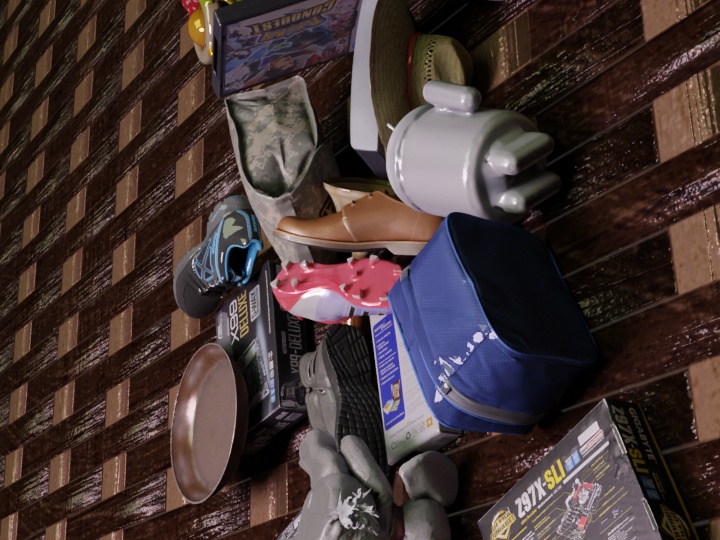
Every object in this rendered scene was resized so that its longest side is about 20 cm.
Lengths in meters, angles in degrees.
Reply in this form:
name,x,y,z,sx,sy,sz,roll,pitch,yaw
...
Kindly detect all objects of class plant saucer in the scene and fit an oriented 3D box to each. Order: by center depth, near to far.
name,x,y,z,sx,sy,sz,roll,pitch,yaw
plant saucer,-0.187,0.193,1.624,0.200,0.032,0.201,-26,59,54

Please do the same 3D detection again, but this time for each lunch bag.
name,x,y,z,sx,sy,sz,roll,pitch,yaw
lunch bag,0.112,0.050,1.212,0.132,0.135,0.200,-53,39,33
lunch bag,-0.081,-0.103,1.543,0.164,0.117,0.201,74,180,-51

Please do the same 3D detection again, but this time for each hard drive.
name,x,y,z,sx,sy,sz,roll,pitch,yaw
hard drive,0.028,-0.209,1.452,0.042,0.135,0.201,1,76,17

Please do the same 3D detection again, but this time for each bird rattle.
name,x,y,z,sx,sy,sz,roll,pitch,yaw
bird rattle,-0.246,-0.401,1.993,0.200,0.112,0.164,11,105,62

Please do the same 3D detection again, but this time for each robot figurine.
name,x,y,z,sx,sy,sz,roll,pitch,yaw
robot figurine,0.104,-0.106,1.286,0.200,0.113,0.170,16,124,47

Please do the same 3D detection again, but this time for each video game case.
name,x,y,z,sx,sy,sz,roll,pitch,yaw
video game case,-0.074,-0.276,1.482,0.181,0.199,0.026,112,135,-71

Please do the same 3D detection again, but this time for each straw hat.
name,x,y,z,sx,sy,sz,roll,pitch,yaw
straw hat,0.078,-0.208,1.396,0.085,0.201,0.202,1,77,18

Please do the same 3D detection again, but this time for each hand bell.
name,x,y,z,sx,sy,sz,roll,pitch,yaw
hand bell,0.000,0.000,1.485,0.104,0.104,0.201,26,115,58

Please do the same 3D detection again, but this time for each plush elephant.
name,x,y,z,sx,sy,sz,roll,pitch,yaw
plush elephant,0.021,0.256,1.292,0.200,0.154,0.165,-15,57,64

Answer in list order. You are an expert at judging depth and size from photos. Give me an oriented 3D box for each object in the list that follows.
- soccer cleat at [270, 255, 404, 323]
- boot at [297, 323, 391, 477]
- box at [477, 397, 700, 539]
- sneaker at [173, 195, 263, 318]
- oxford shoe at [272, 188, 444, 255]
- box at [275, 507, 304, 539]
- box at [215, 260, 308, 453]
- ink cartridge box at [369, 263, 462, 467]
name,x,y,z,sx,sy,sz,roll,pitch,yaw
soccer cleat,-0.011,0.028,1.428,0.199,0.077,0.067,2,52,37
boot,-0.021,0.170,1.472,0.131,0.067,0.201,127,137,-59
box,0.191,0.233,1.105,0.200,0.049,0.160,-53,36,35
sneaker,-0.182,-0.001,1.645,0.200,0.073,0.082,-61,41,37
oxford shoe,0.003,-0.053,1.398,0.071,0.199,0.072,-11,-77,-80
box,-0.074,0.388,1.476,0.200,0.050,0.158,-53,39,35
box,-0.125,0.112,1.642,0.158,0.050,0.201,-39,48,47
ink cartridge box,0.055,0.101,1.384,0.095,0.037,0.201,-40,49,45
